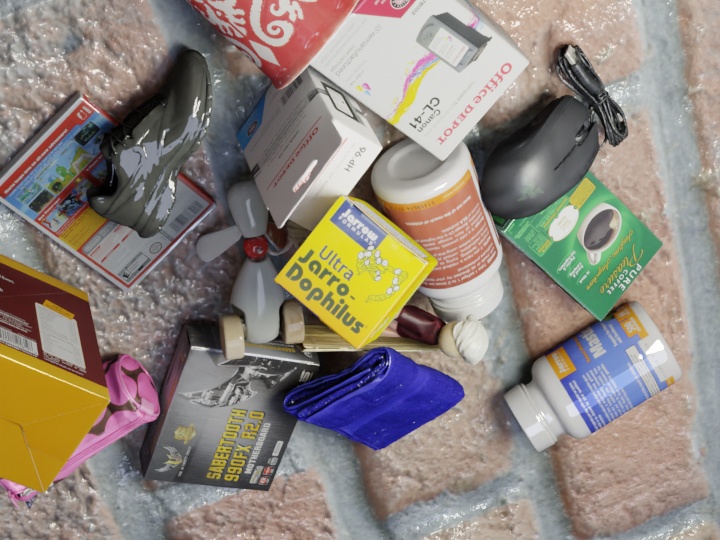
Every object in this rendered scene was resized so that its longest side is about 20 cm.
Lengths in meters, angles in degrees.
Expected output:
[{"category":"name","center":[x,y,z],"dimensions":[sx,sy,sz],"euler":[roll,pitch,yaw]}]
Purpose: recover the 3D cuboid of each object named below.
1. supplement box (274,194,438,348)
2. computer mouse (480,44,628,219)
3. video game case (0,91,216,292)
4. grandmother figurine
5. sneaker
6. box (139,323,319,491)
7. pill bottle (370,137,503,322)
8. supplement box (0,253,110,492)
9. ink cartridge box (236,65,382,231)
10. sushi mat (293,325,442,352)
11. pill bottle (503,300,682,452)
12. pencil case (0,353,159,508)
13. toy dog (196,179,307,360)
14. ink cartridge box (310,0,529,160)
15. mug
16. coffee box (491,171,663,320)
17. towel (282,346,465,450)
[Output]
[{"category":"supplement box","center":[0.000,0.000,1.629],"dimensions":[0.109,0.200,0.110],"euler":[39,94,4]},{"category":"computer mouse","center":[0.211,-0.135,1.743],"dimensions":[0.200,0.053,0.139],"euler":[-46,119,-15]},{"category":"video game case","center":[-0.269,-0.079,1.696],"dimensions":[0.143,0.017,0.200],"euler":[-43,124,12]},{"category":"grandmother figurine","center":[0.050,0.059,1.789],"dimensions":[0.121,0.199,0.061],"euler":[9,97,-66]},{"category":"sneaker","center":[-0.213,-0.133,1.632],"dimensions":[0.090,0.076,0.201],"euler":[19,100,-25]},{"category":"box","center":[-0.153,0.161,1.862],"dimensions":[0.158,0.048,0.201],"euler":[9,122,-23]},{"category":"pill bottle","center":[0.091,-0.042,1.778],"dimensions":[0.112,0.112,0.201],"euler":[-24,125,-2]},{"category":"supplement box","center":[-0.385,0.087,1.653],"dimensions":[0.197,0.200,0.133],"euler":[27,111,-30]},{"category":"ink cartridge box","center":[-0.050,-0.120,1.627],"dimensions":[0.068,0.200,0.116],"euler":[27,111,-30]},{"category":"sushi mat","center":[0.015,0.078,1.843],"dimensions":[0.199,0.096,0.012],"euler":[1,102,-18]},{"category":"pill bottle","center":[0.277,0.133,1.951],"dimensions":[0.199,0.112,0.112],"euler":[-32,126,4]},{"category":"pencil case","center":[-0.319,0.179,1.801],"dimensions":[0.200,0.094,0.091],"euler":[-35,125,5]},{"category":"toy dog","center":[-0.115,-0.002,1.768],"dimensions":[0.131,0.096,0.201],"euler":[11,103,-21]},{"category":"ink cartridge box","center":[0.052,-0.230,1.661],"dimensions":[0.200,0.086,0.148],"euler":[33,107,-31]},{"category":"mug","center":[-0.109,-0.297,1.542],"dimensions":[0.200,0.178,0.133],"euler":[38,122,-14]},{"category":"coffee box","center":[0.248,-0.043,1.855],"dimensions":[0.200,0.044,0.123],"euler":[37,90,-33]},{"category":"towel","center":[0.021,0.153,1.858],"dimensions":[0.147,0.050,0.200],"euler":[-27,154,21]}]
